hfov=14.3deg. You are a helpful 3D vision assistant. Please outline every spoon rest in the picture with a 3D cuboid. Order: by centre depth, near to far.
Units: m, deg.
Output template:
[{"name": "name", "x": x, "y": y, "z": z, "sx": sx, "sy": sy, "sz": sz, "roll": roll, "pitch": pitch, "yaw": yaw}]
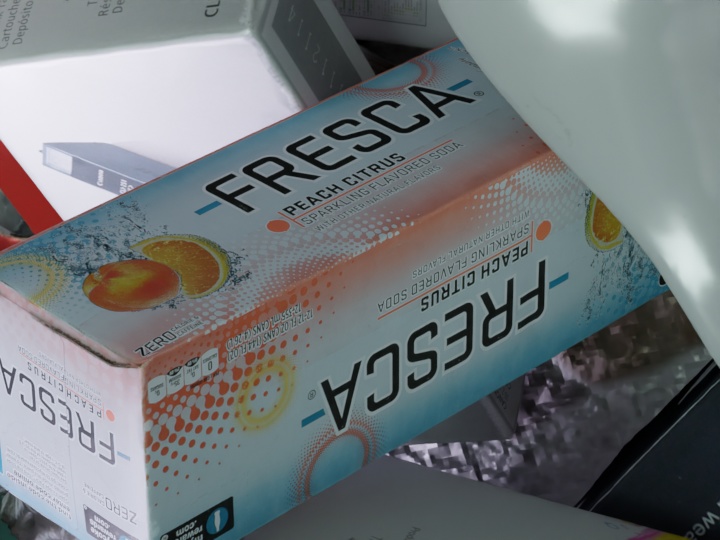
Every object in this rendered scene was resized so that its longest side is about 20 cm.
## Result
[{"name": "spoon rest", "x": 0.081, "y": -0.041, "z": 0.705, "sx": 0.099, "sy": 0.061, "sz": 0.200, "roll": -17, "pitch": 71, "yaw": -13}]

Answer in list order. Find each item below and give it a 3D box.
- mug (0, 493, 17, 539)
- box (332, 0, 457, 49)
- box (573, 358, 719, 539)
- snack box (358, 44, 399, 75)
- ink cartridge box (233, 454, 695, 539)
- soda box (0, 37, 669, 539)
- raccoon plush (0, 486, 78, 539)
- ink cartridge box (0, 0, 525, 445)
[{"name": "mug", "x": -0.184, "y": 0.088, "z": 0.897, "sx": 0.152, "sy": 0.114, "sz": 0.185, "roll": -8, "pitch": 97, "yaw": 30}, {"name": "box", "x": 0.022, "y": -0.136, "z": 0.822, "sx": 0.200, "sy": 0.036, "sz": 0.144, "roll": 9, "pitch": 112, "yaw": 19}, {"name": "box", "x": 0.188, "y": 0.071, "z": 0.775, "sx": 0.200, "sy": 0.117, "sz": 0.197, "roll": 44, "pitch": 119, "yaw": 5}, {"name": "snack box", "x": -0.090, "y": -0.054, "z": 0.877, "sx": 0.200, "sy": 0.072, "sz": 0.024, "roll": -1, "pitch": 83, "yaw": 24}, {"name": "ink cartridge box", "x": 0.040, "y": 0.152, "z": 0.709, "sx": 0.200, "sy": 0.145, "sz": 0.147, "roll": 14, "pitch": 114, "yaw": 11}, {"name": "soda box", "x": 0.000, "y": 0.000, "z": 0.729, "sx": 0.064, "sy": 0.200, "sz": 0.068, "roll": 29, "pitch": 132, "yaw": 38}, {"name": "raccoon plush", "x": -0.014, "y": 0.078, "z": 0.871, "sx": 0.097, "sy": 0.134, "sz": 0.200, "roll": -38, "pitch": 81, "yaw": 36}, {"name": "ink cartridge box", "x": -0.065, "y": -0.015, "z": 0.836, "sx": 0.176, "sy": 0.045, "sz": 0.200, "roll": -4, "pitch": 143, "yaw": 25}]
